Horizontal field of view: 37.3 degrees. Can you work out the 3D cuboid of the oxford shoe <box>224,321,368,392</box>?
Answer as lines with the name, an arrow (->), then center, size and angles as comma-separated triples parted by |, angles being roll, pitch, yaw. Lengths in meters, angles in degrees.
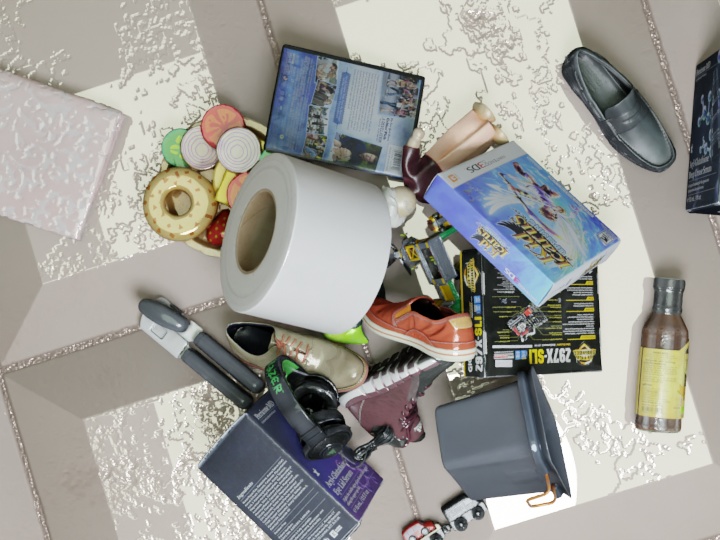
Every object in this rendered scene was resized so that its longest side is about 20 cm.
oxford shoe -> -0.088, 0.112, 1.392 | 0.198, 0.075, 0.071 | 10, 74, 19

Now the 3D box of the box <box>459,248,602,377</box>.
box -> 0.220, 0.053, 1.363 | 0.199, 0.049, 0.161 | 0, 88, -31

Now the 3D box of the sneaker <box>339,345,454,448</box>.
sneaker -> 0.071, 0.165, 1.393 | 0.199, 0.076, 0.116 | -27, 102, 37

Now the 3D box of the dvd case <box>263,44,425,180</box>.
dvd case -> -0.020, -0.210, 1.420 | 0.198, 0.018, 0.144 | 11, 84, -10

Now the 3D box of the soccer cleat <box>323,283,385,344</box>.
soccer cleat -> 0.000, 0.000, 1.427 | 0.080, 0.067, 0.202 | 15, 90, -16

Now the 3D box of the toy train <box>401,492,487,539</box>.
toy train -> 0.079, 0.357, 1.427 | 0.199, 0.034, 0.046 | -34, 84, 2

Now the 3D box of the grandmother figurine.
grandmother figurine -> 0.098, -0.135, 1.401 | 0.200, 0.061, 0.121 | -43, 114, -6

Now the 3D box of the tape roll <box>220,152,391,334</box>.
tape roll -> -0.072, -0.032, 1.336 | 0.138, 0.202, 0.204 | 15, 90, -31

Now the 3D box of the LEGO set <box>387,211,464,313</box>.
LEGO set -> 0.123, 0.011, 1.407 | 0.154, 0.116, 0.201 | -38, 104, -27

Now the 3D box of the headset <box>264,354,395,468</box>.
headset -> -0.040, 0.177, 1.333 | 0.094, 0.124, 0.200 | -34, 126, 8

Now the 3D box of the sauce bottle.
sauce bottle -> 0.398, 0.110, 1.398 | 0.064, 0.065, 0.202 | 5, 91, 3

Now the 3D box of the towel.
towel -> -0.443, -0.158, 1.461 | 0.198, 0.032, 0.193 | 19, 91, 3

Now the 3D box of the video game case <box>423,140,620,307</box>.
video game case -> 0.206, -0.065, 1.339 | 0.200, 0.181, 0.046 | 45, 132, 17

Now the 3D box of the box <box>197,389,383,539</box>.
box -> -0.086, 0.261, 1.371 | 0.200, 0.148, 0.104 | 43, 107, 2

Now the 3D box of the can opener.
can opener -> -0.219, 0.108, 1.424 | 0.200, 0.067, 0.053 | 37, 90, 13

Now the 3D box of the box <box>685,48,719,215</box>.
box -> 0.490, -0.173, 1.355 | 0.106, 0.148, 0.202 | 5, 89, 3

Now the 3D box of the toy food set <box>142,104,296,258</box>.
toy food set -> -0.183, -0.117, 1.439 | 0.199, 0.049, 0.199 | 22, 90, 3

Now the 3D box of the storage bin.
storage bin -> 0.180, 0.229, 1.343 | 0.133, 0.200, 0.147 | -15, 59, 13

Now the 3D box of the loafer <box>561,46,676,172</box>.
loafer -> 0.340, -0.210, 1.402 | 0.068, 0.070, 0.201 | -41, 88, 2

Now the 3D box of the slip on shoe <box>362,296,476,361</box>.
slip on shoe -> 0.071, 0.059, 1.326 | 0.074, 0.199, 0.062 | -6, 105, -34
